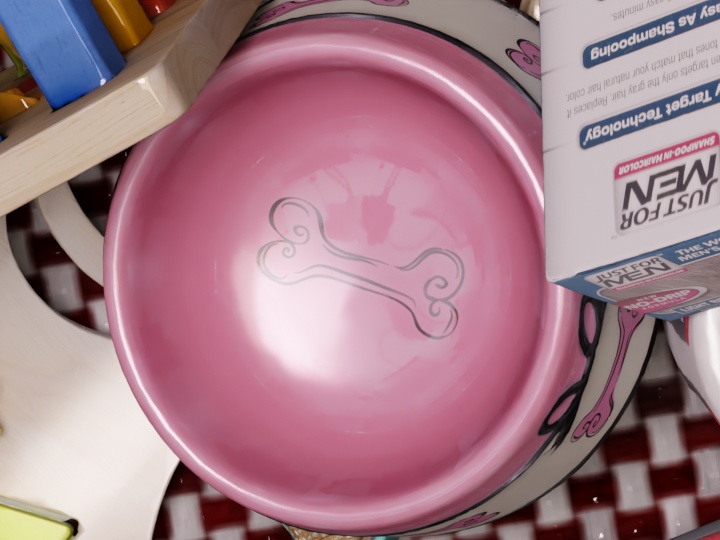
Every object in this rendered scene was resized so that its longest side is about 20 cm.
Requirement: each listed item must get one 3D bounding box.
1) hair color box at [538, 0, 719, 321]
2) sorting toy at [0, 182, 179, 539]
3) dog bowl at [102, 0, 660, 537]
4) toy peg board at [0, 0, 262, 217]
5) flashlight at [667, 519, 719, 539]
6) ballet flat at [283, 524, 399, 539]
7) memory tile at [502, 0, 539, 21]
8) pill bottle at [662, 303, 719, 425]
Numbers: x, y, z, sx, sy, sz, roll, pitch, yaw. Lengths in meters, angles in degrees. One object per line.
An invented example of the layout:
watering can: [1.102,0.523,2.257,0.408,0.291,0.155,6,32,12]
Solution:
hair color box: [0.108,-0.095,0.860,0.100,0.060,0.201,-18,64,43]
sorting toy: [-0.137,0.053,1.032,0.180,0.107,0.200,-50,123,-10]
dog bowl: [0.000,0.000,0.974,0.199,0.074,0.202,3,98,17]
toy peg board: [-0.147,-0.074,0.952,0.199,0.199,0.098,-28,103,16]
flashlight: [0.149,0.109,1.024,0.199,0.068,0.068,-23,61,11]
ballet flat: [0.026,0.017,1.044,0.065,0.071,0.201,33,91,9]
memory tile: [0.095,-0.141,1.021,0.199,0.017,0.154,-13,100,-14]
pill bottle: [0.159,0.010,0.971,0.110,0.200,0.112,0,94,2]
